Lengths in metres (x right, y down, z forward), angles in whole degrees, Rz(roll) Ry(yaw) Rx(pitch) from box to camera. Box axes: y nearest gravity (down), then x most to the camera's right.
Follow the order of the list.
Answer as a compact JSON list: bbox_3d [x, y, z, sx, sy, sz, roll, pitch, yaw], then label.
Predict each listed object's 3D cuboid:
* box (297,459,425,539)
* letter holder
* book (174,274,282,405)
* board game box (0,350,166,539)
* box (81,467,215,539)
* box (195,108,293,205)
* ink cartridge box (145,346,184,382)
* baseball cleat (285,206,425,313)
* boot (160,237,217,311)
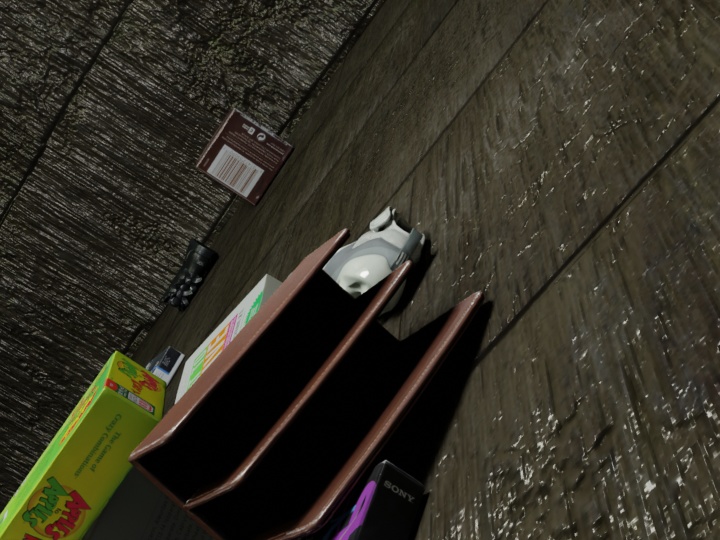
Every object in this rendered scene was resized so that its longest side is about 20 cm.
[{"bbox_3d":[-0.040,0.213,0.564,0.143,0.036,0.200,-41,21,50],"label":"box"},{"bbox_3d":[-0.029,0.067,0.653,0.200,0.101,0.142,-50,7,-33],"label":"letter holder"},{"bbox_3d":[-0.168,0.114,1.314,0.200,0.048,0.134,-47,19,31],"label":"book"},{"bbox_3d":[-0.213,0.161,0.724,0.200,0.048,0.102,-55,13,3],"label":"board game box"},{"bbox_3d":[-0.186,0.263,0.773,0.199,0.131,0.200,-45,17,40],"label":"box"},{"bbox_3d":[-0.276,-0.270,2.416,0.164,0.166,0.200,-57,13,2],"label":"box"},{"bbox_3d":[-0.396,0.211,1.946,0.200,0.039,0.099,-36,24,60],"label":"ink cartridge box"},{"bbox_3d":[0.000,0.000,0.916,0.106,0.070,0.200,-54,20,-19],"label":"baseball cleat"},{"bbox_3d":[-0.412,0.010,2.461,0.163,0.073,0.198,-60,13,0],"label":"boot"}]
